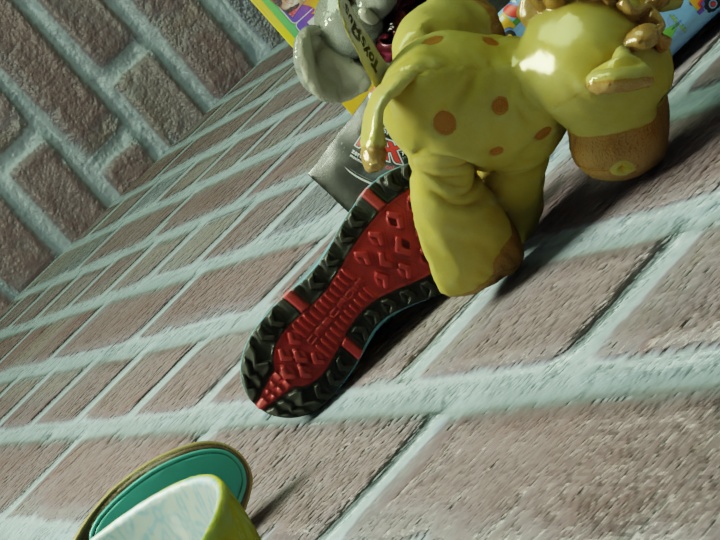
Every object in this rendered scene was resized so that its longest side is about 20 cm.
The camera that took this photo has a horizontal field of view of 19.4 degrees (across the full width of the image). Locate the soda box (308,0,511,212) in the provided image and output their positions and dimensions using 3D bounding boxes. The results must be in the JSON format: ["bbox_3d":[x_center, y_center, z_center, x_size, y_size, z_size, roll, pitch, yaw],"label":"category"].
[{"bbox_3d":[0.054,-0.123,1.478,0.200,0.063,0.071,-52,-16,14],"label":"soda box"}]

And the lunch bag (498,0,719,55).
[{"bbox_3d":[0.171,-0.171,1.387,0.150,0.094,0.200,-42,-3,9],"label":"lunch bag"}]

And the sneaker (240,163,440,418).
[{"bbox_3d":[0.000,0.000,1.295,0.200,0.079,0.096,-42,8,2],"label":"sneaker"}]

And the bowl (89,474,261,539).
[{"bbox_3d":[-0.091,0.185,0.794,0.200,0.108,0.200,-41,10,8],"label":"bowl"}]

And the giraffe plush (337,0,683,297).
[{"bbox_3d":[0.100,-0.098,1.145,0.161,0.200,0.174,-12,55,22],"label":"giraffe plush"}]

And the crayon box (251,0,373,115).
[{"bbox_3d":[0.002,-0.214,1.812,0.119,0.200,0.058,-40,11,8],"label":"crayon box"}]

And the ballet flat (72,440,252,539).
[{"bbox_3d":[-0.140,0.172,1.163,0.200,0.069,0.063,-44,-3,-16],"label":"ballet flat"}]

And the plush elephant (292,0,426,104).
[{"bbox_3d":[0.035,-0.199,1.696,0.200,0.154,0.166,-41,30,50],"label":"plush elephant"}]
